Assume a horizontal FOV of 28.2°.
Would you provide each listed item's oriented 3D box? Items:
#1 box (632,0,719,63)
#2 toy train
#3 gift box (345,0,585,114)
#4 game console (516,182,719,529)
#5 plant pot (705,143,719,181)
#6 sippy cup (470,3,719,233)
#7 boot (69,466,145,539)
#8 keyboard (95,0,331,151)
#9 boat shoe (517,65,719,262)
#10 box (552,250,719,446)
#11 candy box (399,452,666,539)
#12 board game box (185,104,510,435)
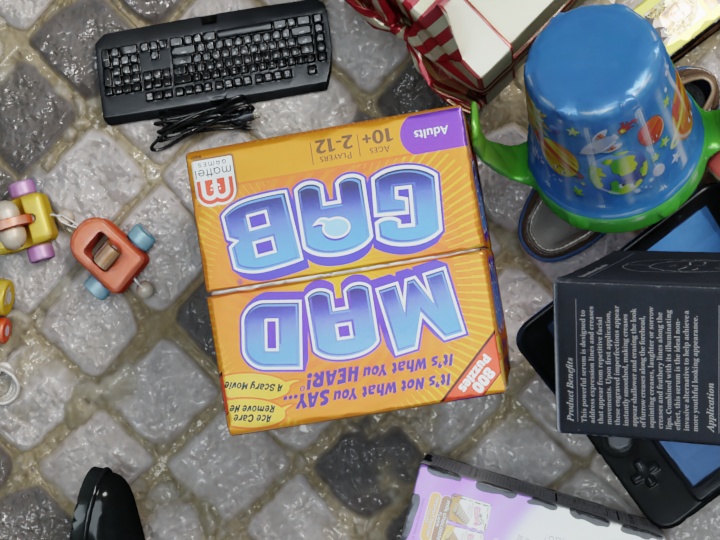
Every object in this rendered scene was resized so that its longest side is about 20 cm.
[{"bbox_3d":[0.292,-0.231,1.115,0.200,0.075,0.050,-38,84,6],"label":"box"},{"bbox_3d":[-0.274,0.012,1.189,0.200,0.056,0.150,-44,85,4],"label":"toy train"},{"bbox_3d":[0.079,-0.244,1.080,0.187,0.200,0.185,-45,80,6],"label":"gift box"},{"bbox_3d":[0.250,0.068,1.092,0.200,0.118,0.171,-38,65,6],"label":"game console"},{"bbox_3d":[0.363,-0.107,1.057,0.200,0.200,0.178,37,104,5],"label":"plant pot"},{"bbox_3d":[0.175,-0.116,1.026,0.177,0.130,0.140,-39,57,-3],"label":"sippy cup"},{"bbox_3d":[-0.154,0.265,1.167,0.161,0.073,0.200,6,98,9],"label":"boot"},{"bbox_3d":[-0.120,-0.161,1.179,0.198,0.040,0.105,-9,88,7],"label":"keyboard"},{"bbox_3d":[0.199,-0.088,1.125,0.072,0.072,0.200,43,94,5],"label":"boat shoe"},{"bbox_3d":[0.246,0.049,0.972,0.198,0.148,0.108,2,100,26],"label":"box"},{"bbox_3d":[0.123,0.256,1.136,0.198,0.072,0.169,16,92,7],"label":"candy box"},{"bbox_3d":[0.000,0.000,1.084,0.198,0.200,0.202,-10,89,7],"label":"board game box"}]
